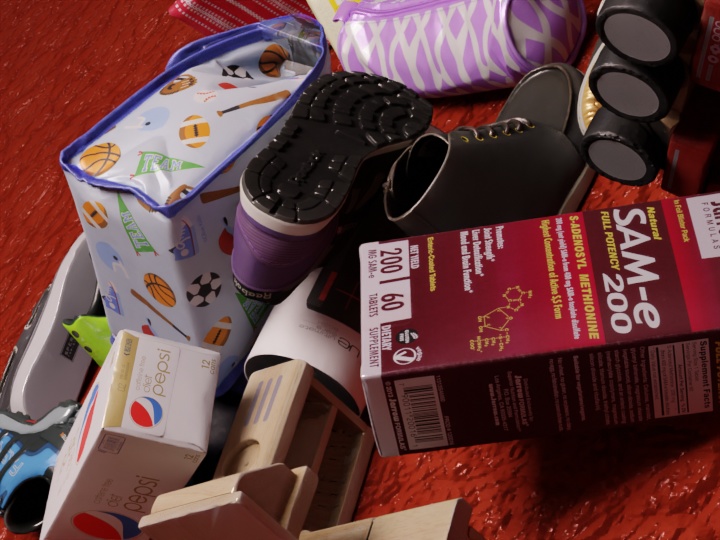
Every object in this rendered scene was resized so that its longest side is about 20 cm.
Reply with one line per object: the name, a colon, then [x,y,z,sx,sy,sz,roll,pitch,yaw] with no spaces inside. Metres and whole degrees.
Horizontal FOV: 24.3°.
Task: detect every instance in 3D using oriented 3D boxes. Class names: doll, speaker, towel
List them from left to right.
doll: [-0.103,0.113,1.103,0.136,0.048,0.200,-39,31,31]
towel: [-0.038,-0.234,1.361,0.200,0.145,0.023,-32,53,24]
speaker: [0.000,0.000,1.076,0.081,0.081,0.200,-10,44,47]

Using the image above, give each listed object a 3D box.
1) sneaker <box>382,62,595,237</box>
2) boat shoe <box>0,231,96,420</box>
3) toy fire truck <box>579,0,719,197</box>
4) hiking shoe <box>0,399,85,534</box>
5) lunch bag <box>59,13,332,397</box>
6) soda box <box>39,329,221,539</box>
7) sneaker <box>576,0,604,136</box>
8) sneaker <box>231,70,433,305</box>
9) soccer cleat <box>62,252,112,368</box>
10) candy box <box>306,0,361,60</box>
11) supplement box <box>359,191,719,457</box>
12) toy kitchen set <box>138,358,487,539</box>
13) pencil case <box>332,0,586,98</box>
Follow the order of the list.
sneaker: [0.086,-0.077,1.033,0.075,0.106,0.200,-18,40,40]
boat shoe: [-0.238,0.043,1.353,0.066,0.070,0.200,-9,53,45]
toy fire truck: [0.234,-0.108,0.871,0.200,0.176,0.129,23,65,15]
hiking shoe: [-0.254,0.150,1.224,0.200,0.074,0.087,-18,39,41]
lunch bag: [-0.085,-0.052,1.095,0.124,0.170,0.200,25,53,29]
soda box: [-0.144,0.114,1.023,0.200,0.064,0.068,126,155,-54]
sneaker: [0.182,-0.144,1.048,0.200,0.076,0.088,-58,16,-26]
sneaker: [-0.025,-0.052,1.026,0.200,0.076,0.088,-45,-20,-50]
soccer cleat: [-0.149,-0.017,1.236,0.067,0.081,0.200,-12,44,45]
candy box: [0.052,-0.234,1.286,0.200,0.102,0.026,-30,-1,25]
supplement box: [0.102,0.026,0.848,0.199,0.061,0.109,-8,38,6]
toy kitchen set: [-0.018,0.102,0.888,0.200,0.163,0.181,-19,39,38]
pencil case: [0.068,-0.168,1.192,0.200,0.085,0.084,-4,54,51]
